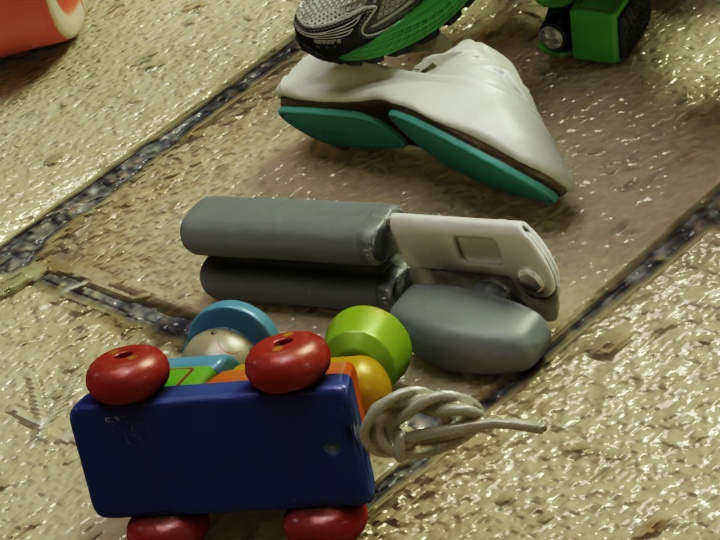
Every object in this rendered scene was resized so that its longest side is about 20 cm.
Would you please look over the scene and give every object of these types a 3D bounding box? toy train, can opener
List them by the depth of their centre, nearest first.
[{"bbox_3d":[-0.005,0.051,0.980,0.199,0.085,0.116,-6,20,22],"label":"toy train"},{"bbox_3d":[0.000,0.000,1.072,0.199,0.053,0.066,8,41,38],"label":"can opener"},{"bbox_3d":[0.148,-0.171,1.276,0.056,0.042,0.200,10,41,25],"label":"toy train"}]

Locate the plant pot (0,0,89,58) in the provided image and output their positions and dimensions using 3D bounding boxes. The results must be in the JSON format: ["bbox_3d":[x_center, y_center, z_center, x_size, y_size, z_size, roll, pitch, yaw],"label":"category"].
[{"bbox_3d":[-0.257,-0.200,1.415,0.176,0.201,0.201,-2,33,8],"label":"plant pot"}]

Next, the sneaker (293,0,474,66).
[{"bbox_3d":[0.030,-0.186,1.148,0.200,0.085,0.078,-54,45,3],"label":"sneaker"}]

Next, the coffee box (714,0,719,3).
[{"bbox_3d":[0.207,-0.165,1.089,0.199,0.080,0.115,29,42,1],"label":"coffee box"}]

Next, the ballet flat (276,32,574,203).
[{"bbox_3d":[0.034,-0.084,1.163,0.069,0.070,0.200,-36,32,-26],"label":"ballet flat"}]
